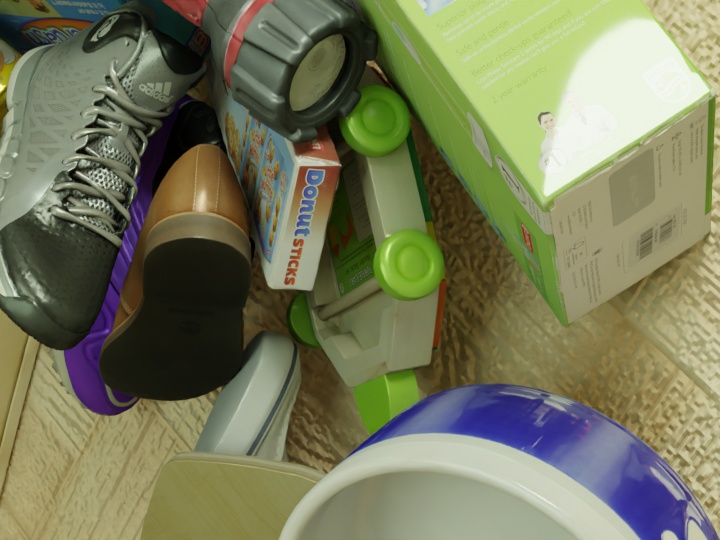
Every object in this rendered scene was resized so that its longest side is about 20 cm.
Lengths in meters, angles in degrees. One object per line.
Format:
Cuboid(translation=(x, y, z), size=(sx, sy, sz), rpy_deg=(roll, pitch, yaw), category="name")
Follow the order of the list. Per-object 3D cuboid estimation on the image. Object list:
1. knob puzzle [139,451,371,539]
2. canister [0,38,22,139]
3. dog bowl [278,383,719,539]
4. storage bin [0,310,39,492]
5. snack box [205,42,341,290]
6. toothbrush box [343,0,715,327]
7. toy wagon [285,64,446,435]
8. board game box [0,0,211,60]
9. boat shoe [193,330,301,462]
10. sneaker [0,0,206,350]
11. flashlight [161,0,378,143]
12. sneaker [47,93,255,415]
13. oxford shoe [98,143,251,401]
Cuboid(translation=(-0.033, 0.172, 0.924), size=(0.218, 0.030, 0.221), rpy_deg=(11, 118, 20), category="knob puzzle")
Cuboid(translation=(-0.299, -0.121, 1.023), size=(0.200, 0.087, 0.149), rpy_deg=(39, 88, 3), category="canister")
Cuboid(translation=(0.063, 0.155, 0.793), size=(0.199, 0.079, 0.201), rpy_deg=(14, 119, 27), category="dog bowl")
Cuboid(translation=(-0.311, 0.047, 1.150), size=(0.198, 0.093, 0.201), rpy_deg=(30, 112, 36), category="storage bin")
Cuboid(translation=(-0.048, -0.078, 0.895), size=(0.200, 0.024, 0.072), rpy_deg=(-111, 29, -51), category="snack box")
Cuboid(translation=(0.064, -0.096, 0.779), size=(0.086, 0.146, 0.200), rpy_deg=(-33, 66, -4), category="toothbrush box")
Cuboid(translation=(0.000, 0.000, 0.882), size=(0.155, 0.039, 0.201), rpy_deg=(149, 109, -68), category="toy wagon")
Cuboid(translation=(-0.187, -0.185, 0.971), size=(0.151, 0.200, 0.045), rpy_deg=(11, 65, 38), category="board game box")
Cuboid(translation=(-0.060, 0.124, 0.964), size=(0.071, 0.069, 0.201), rpy_deg=(-93, 23, -65), category="boat shoe")
Cuboid(translation=(-0.127, -0.064, 0.882), size=(0.115, 0.075, 0.201), rpy_deg=(-33, 43, 27), category="sneaker")
Cuboid(translation=(-0.083, -0.135, 0.828), size=(0.200, 0.068, 0.068), rpy_deg=(36, 152, 27), category="flashlight")
Cuboid(translation=(-0.110, 0.001, 0.989), size=(0.099, 0.069, 0.201), rpy_deg=(26, 113, 31), category="sneaker")
Cuboid(translation=(-0.090, 0.008, 0.917), size=(0.200, 0.071, 0.072), rpy_deg=(120, 156, -55), category="oxford shoe")
